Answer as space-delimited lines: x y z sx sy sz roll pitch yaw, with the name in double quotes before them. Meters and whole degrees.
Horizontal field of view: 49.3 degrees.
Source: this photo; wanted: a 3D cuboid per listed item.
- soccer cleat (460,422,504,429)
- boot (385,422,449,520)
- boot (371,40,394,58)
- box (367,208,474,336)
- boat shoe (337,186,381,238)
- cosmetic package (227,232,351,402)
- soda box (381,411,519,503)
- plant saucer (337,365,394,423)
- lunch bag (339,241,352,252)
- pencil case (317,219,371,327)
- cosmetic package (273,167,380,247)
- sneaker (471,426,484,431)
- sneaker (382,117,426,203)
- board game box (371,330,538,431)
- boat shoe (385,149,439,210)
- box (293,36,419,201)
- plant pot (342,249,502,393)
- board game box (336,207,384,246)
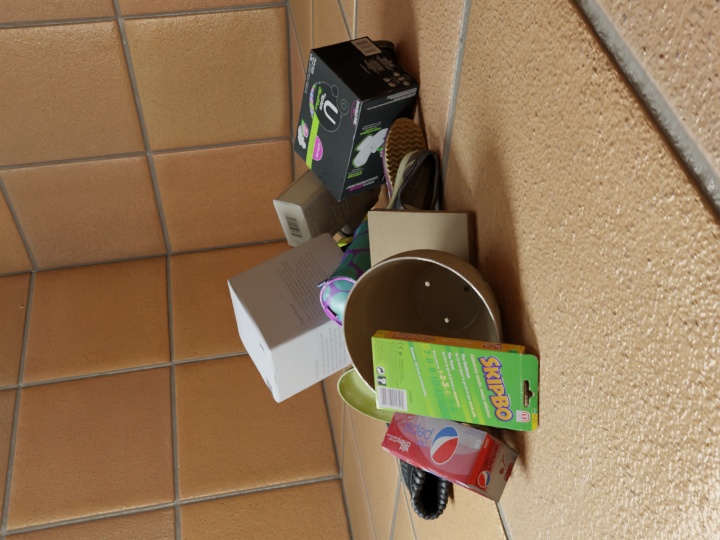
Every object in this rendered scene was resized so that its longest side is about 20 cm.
"soccer cleat" 0.142 0.173 1.013 0.200 0.071 0.070 132 130 -79
"boot" 0.098 0.313 1.377 0.158 0.078 0.216 -159 52 -88
"boot" 0.035 -0.280 1.374 0.182 0.071 0.205 50 -142 -83
"box" 0.085 0.018 1.083 0.021 0.161 0.205 -20 -70 -53
"boat shoe" -0.005 -0.145 1.534 0.075 0.068 0.202 43 -142 -22
"cosmetic package" -0.097 0.079 1.328 0.166 0.197 0.167 53 158 33
"soda box" 0.110 0.231 1.016 0.199 0.063 0.071 4 65 60
"plant saucer" 0.063 0.181 1.199 0.202 0.195 0.032 96 -174 -55
"lunch bag" 0.030 0.022 1.429 0.137 0.130 0.202 53 158 35
"pencil case" 0.000 0.000 1.217 0.086 0.091 0.201 55 -149 -16
"cosmetic package" -0.057 -0.136 1.410 0.072 0.200 0.105 15 136 37
"sneaker" 0.153 0.264 1.088 0.077 0.075 0.200 49 172 -14
"sneaker" 0.069 -0.137 1.251 0.090 0.073 0.205 174 91 -81
"board game box" 0.109 0.127 0.910 0.030 0.196 0.098 -38 -52 -57
"boat shoe" 0.073 -0.083 1.160 0.065 0.072 0.205 170 111 -74
"box" -0.012 -0.248 1.287 0.149 0.123 0.202 48 143 28
"plant pot" 0.091 0.058 0.984 0.134 0.196 0.205 -42 -48 -61
"board game box" 0.009 -0.070 1.582 0.048 0.101 0.200 47 174 -7
